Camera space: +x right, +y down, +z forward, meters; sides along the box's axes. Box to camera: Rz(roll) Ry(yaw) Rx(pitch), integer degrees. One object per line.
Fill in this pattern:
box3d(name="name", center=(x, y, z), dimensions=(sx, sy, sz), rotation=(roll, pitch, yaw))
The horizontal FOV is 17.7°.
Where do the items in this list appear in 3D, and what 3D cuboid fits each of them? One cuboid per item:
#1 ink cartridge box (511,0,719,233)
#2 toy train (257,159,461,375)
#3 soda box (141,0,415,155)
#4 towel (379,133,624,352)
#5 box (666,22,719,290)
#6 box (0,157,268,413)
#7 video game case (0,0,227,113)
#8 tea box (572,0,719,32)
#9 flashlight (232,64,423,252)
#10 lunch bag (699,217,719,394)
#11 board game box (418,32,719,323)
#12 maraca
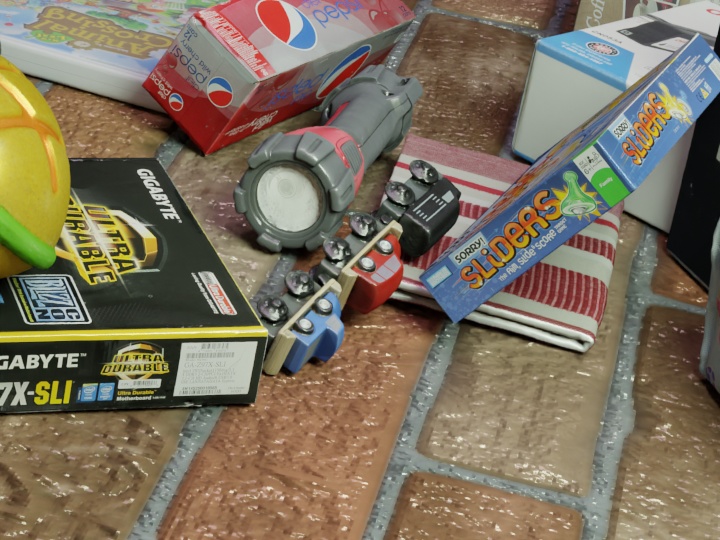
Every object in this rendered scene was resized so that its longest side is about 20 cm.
box3d(name="ink cartridge box", center=(0.220, -0.104, 1.516), dimensions=(0.145, 0.084, 0.199), rotation=(29, 31, 34))
box3d(name="toy train", center=(0.000, 0.000, 1.242), dimensions=(0.046, 0.034, 0.200), rotation=(37, 42, 9))
box3d(name="soda box", center=(-0.049, -0.141, 1.482), dimensions=(0.063, 0.070, 0.200), rotation=(47, 34, 10))
box3d(name="towel", center=(0.078, -0.017, 1.356), dimensions=(0.143, 0.023, 0.200), rotation=(15, 27, 4))
box3d(name="box", center=(0.300, -0.080, 1.364), dimensions=(0.181, 0.201, 0.104), rotation=(0, 27, -23))
box3d(name="box", center=(-0.154, 0.003, 1.191), dimensions=(0.158, 0.050, 0.200), rotation=(-2, 29, -21))
box3d(name="video game case", center=(-0.175, -0.165, 1.556), dimensions=(0.199, 0.022, 0.182), rotation=(16, 26, 11))
box3d(name="tea box", center=(0.244, -0.251, 1.692), dimensions=(0.133, 0.201, 0.197), rotation=(15, 27, 9))
box3d(name="flashlight", center=(-0.019, -0.071, 1.384), dimensions=(0.067, 0.068, 0.200), rotation=(23, 22, 4))
box3d(name="lunch bag", center=(0.299, 0.045, 1.198), dimensions=(0.198, 0.128, 0.170), rotation=(-7, 27, -13))
box3d(name="board game box", center=(0.123, -0.054, 1.282), dimensions=(0.035, 0.135, 0.200), rotation=(50, 31, -2))
box3d(name="maraca", center=(-0.207, -0.063, 1.119), dimensions=(0.107, 0.137, 0.200), rotation=(-42, 36, -3))
